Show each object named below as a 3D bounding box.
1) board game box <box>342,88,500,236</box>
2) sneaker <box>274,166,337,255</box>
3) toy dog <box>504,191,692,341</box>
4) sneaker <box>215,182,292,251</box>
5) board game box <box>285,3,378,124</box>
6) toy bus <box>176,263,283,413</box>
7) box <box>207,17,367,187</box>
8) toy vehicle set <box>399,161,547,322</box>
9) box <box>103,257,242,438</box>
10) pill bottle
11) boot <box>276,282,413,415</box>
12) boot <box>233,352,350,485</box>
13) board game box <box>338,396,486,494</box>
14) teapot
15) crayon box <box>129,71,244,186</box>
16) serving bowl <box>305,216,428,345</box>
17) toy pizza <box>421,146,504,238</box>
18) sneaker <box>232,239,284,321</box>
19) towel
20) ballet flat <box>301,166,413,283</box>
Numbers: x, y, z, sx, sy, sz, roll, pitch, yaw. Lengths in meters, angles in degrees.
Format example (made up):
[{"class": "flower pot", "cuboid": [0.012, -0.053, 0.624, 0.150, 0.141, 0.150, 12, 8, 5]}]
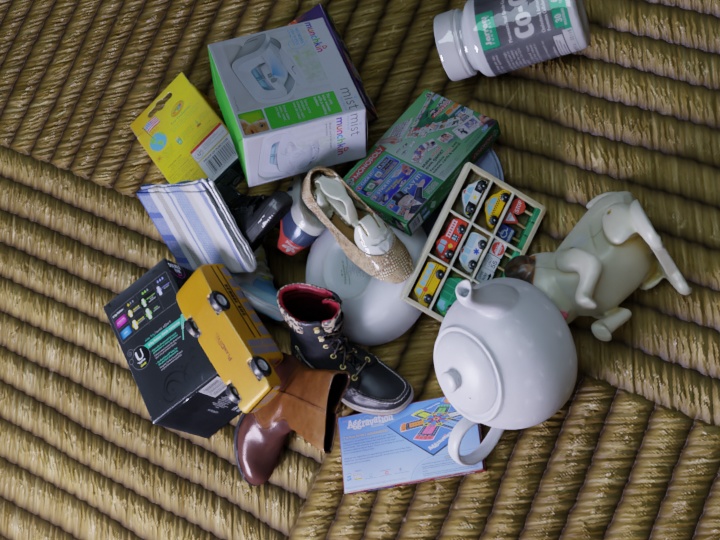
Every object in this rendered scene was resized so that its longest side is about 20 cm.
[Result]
[{"class": "board game box", "cuboid": [0.080, -0.151, 1.584, 0.134, 0.029, 0.200, 30, 69, 36]}, {"class": "sneaker", "cuboid": [-0.085, -0.097, 1.650, 0.085, 0.074, 0.201, -48, 17, 30]}, {"class": "toy dog", "cuboid": [0.276, -0.006, 1.451, 0.198, 0.140, 0.196, -33, 50, 12]}, {"class": "sneaker", "cuboid": [-0.171, -0.079, 1.596, 0.105, 0.060, 0.200, 50, 142, 4]}, {"class": "board game box", "cuboid": [-0.084, -0.273, 1.747, 0.164, 0.057, 0.202, -31, 63, 14]}, {"class": "toy bus", "cuboid": [-0.168, 0.089, 1.544, 0.065, 0.078, 0.201, -45, 68, 25]}, {"class": "box", "cuboid": [-0.101, -0.233, 1.604, 0.174, 0.097, 0.202, -15, 52, -10]}, {"class": "toy vehicle set", "cuboid": [0.149, -0.023, 1.536, 0.123, 0.027, 0.202, 27, 85, -8]}, {"class": "box", "cuboid": [-0.247, 0.111, 1.645, 0.124, 0.148, 0.201, -36, 62, 11]}, {"class": "pill bottle", "cuboid": [0.208, -0.334, 1.598, 0.197, 0.113, 0.115, -15, 68, 20]}, {"class": "boot", "cuboid": [-0.025, 0.103, 1.539, 0.198, 0.152, 0.073, 28, 62, 31]}, {"class": "boot", "cuboid": [-0.084, 0.211, 1.532, 0.199, 0.068, 0.191, 12, 83, 56]}, {"class": "board game box", "cuboid": [0.066, 0.229, 1.536, 0.197, 0.019, 0.105, -13, 70, 21]}, {"class": "teapot", "cuboid": [0.156, 0.116, 1.415, 0.202, 0.145, 0.197, 63, 147, 6]}, {"class": "crayon box", "cuboid": [-0.261, -0.197, 1.807, 0.127, 0.051, 0.201, -42, 62, 7]}, {"class": "serving bowl", "cuboid": [0.000, 0.000, 1.591, 0.197, 0.065, 0.204, -5, 81, 32]}, {"class": "toy pizza", "cuboid": [0.107, -0.104, 1.618, 0.197, 0.032, 0.204, -7, 71, 22]}, {"class": "sneaker", "cuboid": [-0.155, -0.023, 1.687, 0.199, 0.079, 0.132, 35, 91, 29]}, {"class": "towel", "cuboid": [-0.228, -0.061, 1.612, 0.024, 0.148, 0.199, -40, 23, -30]}, {"class": "ballet flat", "cuboid": [-0.008, -0.063, 1.524, 0.200, 0.066, 0.070, 42, 71, 18]}]
